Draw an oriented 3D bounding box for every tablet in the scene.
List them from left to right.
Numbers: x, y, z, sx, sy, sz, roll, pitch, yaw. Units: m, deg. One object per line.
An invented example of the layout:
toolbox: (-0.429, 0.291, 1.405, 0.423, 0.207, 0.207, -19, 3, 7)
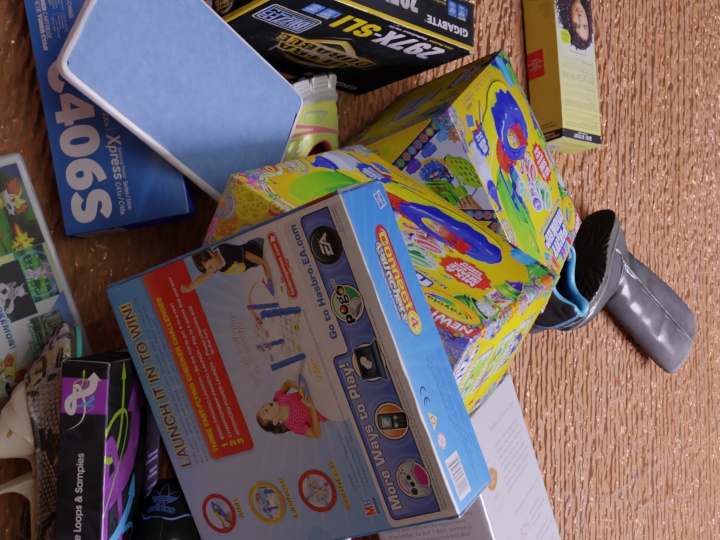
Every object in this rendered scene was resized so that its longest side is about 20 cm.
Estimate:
tablet: (-0.124, -0.136, 0.768, 0.200, 0.014, 0.131, 40, 56, -38)

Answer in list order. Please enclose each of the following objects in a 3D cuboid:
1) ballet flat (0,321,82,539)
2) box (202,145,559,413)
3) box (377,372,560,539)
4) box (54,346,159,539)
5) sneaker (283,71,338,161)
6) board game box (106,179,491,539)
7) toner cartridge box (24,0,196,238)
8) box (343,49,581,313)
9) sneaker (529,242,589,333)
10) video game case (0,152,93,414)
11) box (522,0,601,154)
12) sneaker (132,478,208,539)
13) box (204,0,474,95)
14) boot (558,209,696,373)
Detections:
ballet flat: (-0.221, 0.136, 0.703, 0.072, 0.072, 0.202, -6, 102, -41)
box: (0.010, 0.019, 0.770, 0.199, 0.123, 0.192, 34, 26, 16)
box: (0.094, 0.215, 0.923, 0.152, 0.106, 0.202, -28, 101, -63)
box: (-0.169, 0.157, 0.709, 0.036, 0.143, 0.202, 4, 90, 3)
sneaker: (-0.087, -0.107, 0.875, 0.199, 0.078, 0.091, -22, 107, -37)
board game box: (-0.043, 0.070, 0.658, 0.056, 0.195, 0.202, -24, 95, -59)
toner cartridge box: (-0.188, -0.131, 0.780, 0.094, 0.043, 0.202, -11, 89, -2)
box: (0.096, -0.070, 0.957, 0.194, 0.121, 0.200, 62, 30, -15)
sneaker: (0.189, -0.037, 1.094, 0.073, 0.082, 0.202, -19, 95, -40)
video game case: (-0.284, 0.036, 0.715, 0.182, 0.022, 0.202, -23, 97, -41)
box: (0.228, -0.238, 1.183, 0.075, 0.050, 0.202, 2, 82, -40)
sneaker: (-0.109, 0.214, 0.762, 0.200, 0.069, 0.079, 69, 26, -60)
box: (-0.025, -0.211, 0.888, 0.199, 0.159, 0.050, 10, 76, -40)
boot: (0.306, 0.052, 1.199, 0.200, 0.072, 0.182, 52, 56, -30)
